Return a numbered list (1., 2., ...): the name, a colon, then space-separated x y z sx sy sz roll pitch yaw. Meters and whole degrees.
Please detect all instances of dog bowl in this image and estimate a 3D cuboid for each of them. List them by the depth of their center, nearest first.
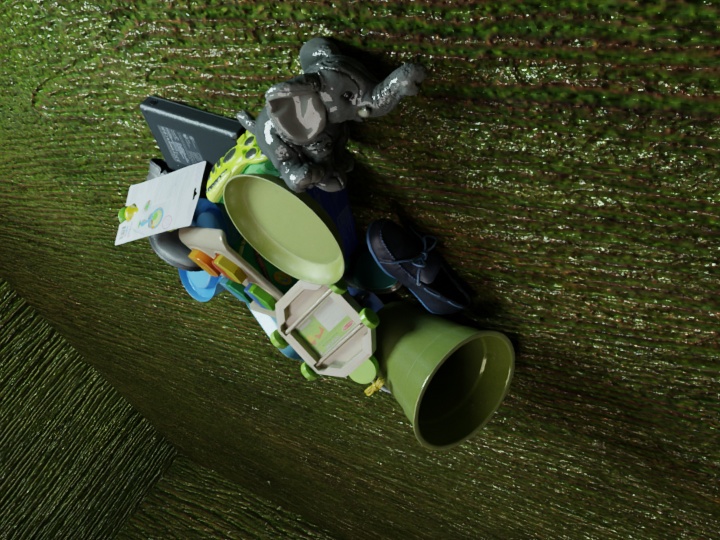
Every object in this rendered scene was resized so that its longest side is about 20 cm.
1. dog bowl: -0.269 -0.039 1.197 0.111 0.050 0.200 36 122 27

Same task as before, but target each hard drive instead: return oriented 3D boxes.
1. hard drive: -0.247 -0.194 1.051 0.200 0.033 0.140 21 148 25

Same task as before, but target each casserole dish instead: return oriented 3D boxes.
1. casserole dish: -0.136 0.088 1.244 0.200 0.121 0.039 51 118 26

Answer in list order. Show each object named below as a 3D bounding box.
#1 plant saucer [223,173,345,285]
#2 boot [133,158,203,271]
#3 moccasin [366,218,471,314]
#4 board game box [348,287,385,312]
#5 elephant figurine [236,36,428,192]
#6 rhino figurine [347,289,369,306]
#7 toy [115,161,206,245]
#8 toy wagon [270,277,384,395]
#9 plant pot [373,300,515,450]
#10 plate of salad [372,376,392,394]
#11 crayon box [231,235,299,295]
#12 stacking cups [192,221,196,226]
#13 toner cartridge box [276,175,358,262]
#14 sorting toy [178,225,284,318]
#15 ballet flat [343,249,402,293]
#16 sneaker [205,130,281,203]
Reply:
1. plant saucer: -0.098 -0.060 0.900 0.200 0.031 0.200 27 151 17
2. boot: -0.325 -0.100 1.155 0.200 0.070 0.132 40 116 17
3. moccasin: 0.091 -0.010 0.937 0.068 0.081 0.200 -6 145 45
4. board game box: -0.009 0.066 1.179 0.200 0.039 0.158 4 132 40
5. elephant figurine: -0.041 -0.198 0.762 0.200 0.155 0.142 117 141 -50
6. rhino figurine: -0.019 0.095 1.105 0.060 0.088 0.200 15 144 5
7. toy: -0.322 -0.102 1.093 0.200 0.115 0.047 -7 154 33
8. toy wagon: -0.039 0.103 0.996 0.200 0.040 0.155 46 118 -1
9. plant pot: 0.101 0.141 1.026 0.190 0.200 0.200 34 158 46
10. plate of salad: 0.089 0.186 1.162 0.200 0.048 0.200 17 -172 -2
11. crayon box: -0.156 -0.004 1.142 0.119 0.058 0.200 40 170 0
12. stacking cups: -0.317 -0.082 1.269 0.200 0.061 0.061 36 151 -6
13. toner cartridge box: -0.058 -0.079 0.958 0.043 0.095 0.200 21 147 25
14. sorting toy: -0.202 0.011 1.072 0.185 0.036 0.200 10 146 55
15. ballet flat: 0.000 0.000 1.061 0.200 0.068 0.064 11 170 38
16. sneaker: -0.143 -0.154 0.956 0.084 0.074 0.200 21 145 -40
